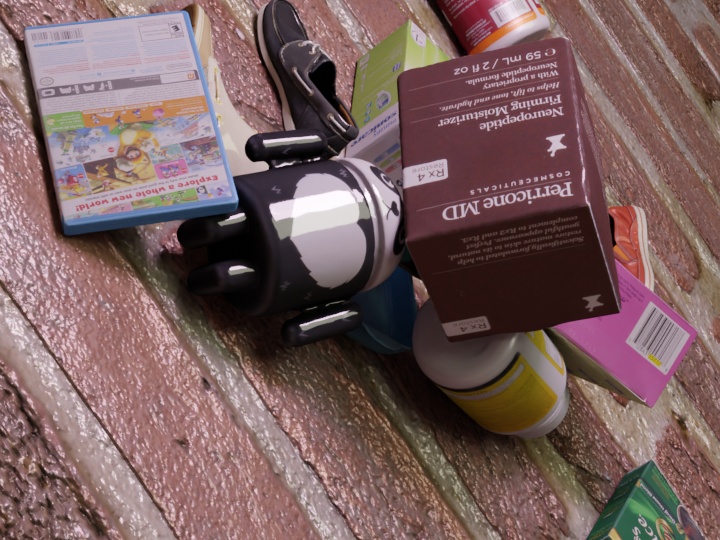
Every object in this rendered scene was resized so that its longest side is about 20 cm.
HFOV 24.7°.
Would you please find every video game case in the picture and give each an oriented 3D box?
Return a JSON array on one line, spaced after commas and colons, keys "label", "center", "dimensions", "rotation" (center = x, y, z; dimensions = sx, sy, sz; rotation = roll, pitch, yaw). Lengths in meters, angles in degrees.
[{"label": "video game case", "center": [-0.192, -0.126, 1.361], "dimensions": [0.142, 0.018, 0.201], "rotation": [-8, 61, -16]}]

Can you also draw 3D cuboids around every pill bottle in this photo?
[{"label": "pill bottle", "center": [0.135, 0.094, 1.605], "dimensions": [0.200, 0.111, 0.113], "rotation": [45, 26, -54]}, {"label": "pill bottle", "center": [0.148, -0.367, 2.113], "dimensions": [0.201, 0.113, 0.113], "rotation": [60, 29, 6]}]

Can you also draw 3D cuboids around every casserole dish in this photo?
[{"label": "casserole dish", "center": [0.000, 0.000, 1.593], "dimensions": [0.121, 0.039, 0.201], "rotation": [32, 38, -38]}]

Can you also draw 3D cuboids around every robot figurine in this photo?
[{"label": "robot figurine", "center": [-0.054, -0.030, 1.414], "dimensions": [0.199, 0.151, 0.125], "rotation": [-12, 40, -32]}]

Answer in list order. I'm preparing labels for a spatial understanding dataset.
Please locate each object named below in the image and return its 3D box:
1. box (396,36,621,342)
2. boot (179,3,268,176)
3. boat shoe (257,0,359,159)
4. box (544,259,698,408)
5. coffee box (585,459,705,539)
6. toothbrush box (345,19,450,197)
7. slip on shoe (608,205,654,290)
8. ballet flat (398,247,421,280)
[{"label": "box", "center": [0.133, -0.071, 1.482], "dimensions": [0.165, 0.165, 0.201], "rotation": [64, 19, -50]}, {"label": "boot", "center": [-0.125, -0.134, 1.502], "dimensions": [0.154, 0.072, 0.201], "rotation": [31, 44, -36]}, {"label": "boat shoe", "center": [-0.052, -0.203, 1.691], "dimensions": [0.072, 0.067, 0.201], "rotation": [16, 46, -47]}, {"label": "box", "center": [0.217, 0.037, 1.717], "dimensions": [0.176, 0.097, 0.200], "rotation": [37, -8, -30]}, {"label": "coffee box", "center": [0.306, 0.296, 1.753], "dimensions": [0.123, 0.044, 0.200], "rotation": [56, 29, -1]}, {"label": "toothbrush box", "center": [0.067, -0.154, 1.802], "dimensions": [0.145, 0.086, 0.201], "rotation": [41, 34, -25]}, {"label": "slip on shoe", "center": [0.332, -0.001, 2.086], "dimensions": [0.061, 0.074, 0.201], "rotation": [8, 52, -9]}, {"label": "ballet flat", "center": [0.053, -0.033, 1.605], "dimensions": [0.199, 0.069, 0.063], "rotation": [20, 31, -50]}]
